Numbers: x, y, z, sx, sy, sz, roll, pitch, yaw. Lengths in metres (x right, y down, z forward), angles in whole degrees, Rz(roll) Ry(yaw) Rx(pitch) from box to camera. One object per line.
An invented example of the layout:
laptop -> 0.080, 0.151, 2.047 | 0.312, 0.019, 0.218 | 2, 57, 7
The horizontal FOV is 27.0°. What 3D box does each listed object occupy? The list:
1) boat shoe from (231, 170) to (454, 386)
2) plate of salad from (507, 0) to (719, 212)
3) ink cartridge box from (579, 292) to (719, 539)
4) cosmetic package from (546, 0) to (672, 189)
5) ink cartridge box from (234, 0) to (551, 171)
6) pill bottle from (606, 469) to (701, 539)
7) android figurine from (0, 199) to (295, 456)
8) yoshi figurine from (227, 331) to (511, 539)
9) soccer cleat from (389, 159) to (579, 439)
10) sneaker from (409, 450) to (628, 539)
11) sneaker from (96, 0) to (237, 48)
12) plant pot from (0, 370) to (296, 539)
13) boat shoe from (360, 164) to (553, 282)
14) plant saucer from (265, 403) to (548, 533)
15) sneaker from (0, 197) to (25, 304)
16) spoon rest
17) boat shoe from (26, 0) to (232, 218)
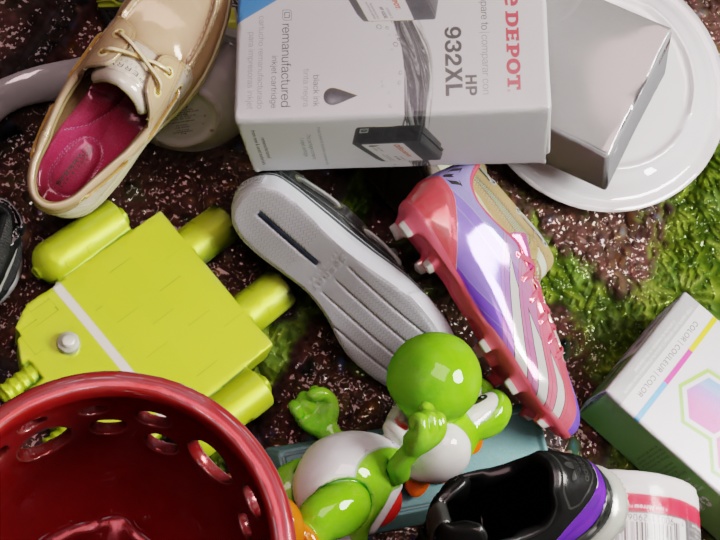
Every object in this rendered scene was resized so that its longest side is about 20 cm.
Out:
boat shoe -> 0.000, 0.000, 1.026 | 0.200, 0.072, 0.071 | 47, 30, -10
plate of salad -> 0.179, -0.138, 1.137 | 0.198, 0.048, 0.202 | 2, 76, -8
ink cartridge box -> 0.263, 0.123, 1.047 | 0.200, 0.059, 0.104 | 42, 66, 5
cosmetic package -> 0.109, -0.151, 1.063 | 0.199, 0.090, 0.107 | 29, 81, 11
ink cartridge box -> 0.023, -0.149, 0.979 | 0.198, 0.084, 0.146 | -1, 70, 5
pill bottle -> 0.163, 0.236, 0.951 | 0.110, 0.111, 0.201 | 7, 67, -10
android figurine -> -0.144, 0.043, 0.994 | 0.200, 0.041, 0.182 | -36, 81, -25
yoshi figurine -> 0.006, 0.104, 0.952 | 0.199, 0.112, 0.113 | -28, 70, -25
soccer cleat -> 0.099, 0.021, 1.004 | 0.076, 0.067, 0.201 | -36, 96, -7
sneaker -> 0.059, 0.167, 0.918 | 0.200, 0.099, 0.070 | -36, 54, 15
sneaker -> -0.104, -0.168, 1.079 | 0.200, 0.075, 0.076 | 38, 45, 0
plant pot -> -0.147, 0.177, 0.860 | 0.199, 0.183, 0.202 | 4, 69, -11
boat shoe -> 0.063, -0.066, 1.078 | 0.076, 0.072, 0.201 | -36, 90, -35
plant saucer -> 0.038, 0.135, 1.012 | 0.199, 0.019, 0.070 | -8, 71, -15
sneaker -> -0.280, 0.033, 0.924 | 0.073, 0.112, 0.201 | 29, 65, 0
spoon rest -> -0.169, -0.118, 1.031 | 0.198, 0.100, 0.061 | -6, 45, -4
boat shoe -> -0.147, -0.117, 0.959 | 0.073, 0.069, 0.201 | 32, 95, -5
